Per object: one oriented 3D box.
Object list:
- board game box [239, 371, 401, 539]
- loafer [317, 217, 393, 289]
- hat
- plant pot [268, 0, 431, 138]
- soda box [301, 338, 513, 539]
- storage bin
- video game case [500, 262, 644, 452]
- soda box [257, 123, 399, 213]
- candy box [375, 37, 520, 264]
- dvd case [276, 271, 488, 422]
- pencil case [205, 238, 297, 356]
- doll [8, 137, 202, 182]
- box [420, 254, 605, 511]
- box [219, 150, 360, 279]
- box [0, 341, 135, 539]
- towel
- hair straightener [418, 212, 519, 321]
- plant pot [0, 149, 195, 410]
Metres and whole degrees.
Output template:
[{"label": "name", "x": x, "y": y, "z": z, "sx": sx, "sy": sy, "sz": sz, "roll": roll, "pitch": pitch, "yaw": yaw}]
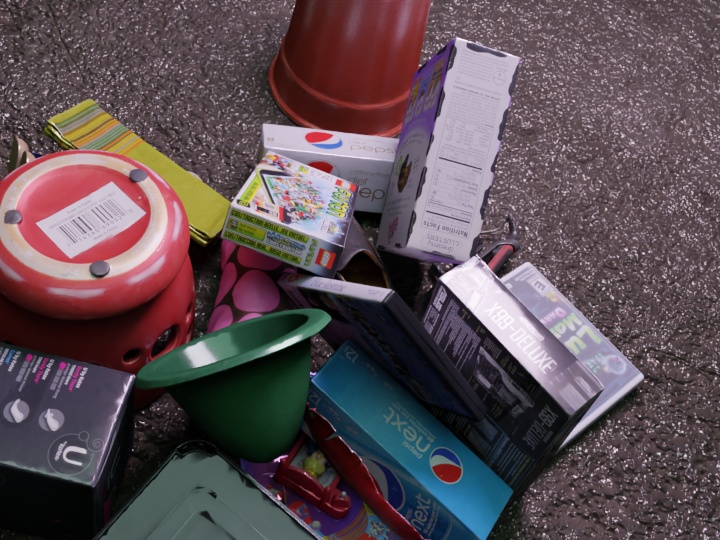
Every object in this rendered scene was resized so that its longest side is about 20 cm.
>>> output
[{"label": "board game box", "x": -0.029, "y": 0.170, "z": 0.845, "sx": 0.156, "sy": 0.039, "sz": 0.202, "roll": -6, "pitch": 55, "yaw": -18}, {"label": "loafer", "x": 0.000, "y": 0.000, "z": 0.965, "sx": 0.072, "sy": 0.073, "sz": 0.201, "roll": -12, "pitch": 56, "yaw": -21}, {"label": "hat", "x": -0.074, "y": 0.140, "z": 0.738, "sx": 0.164, "sy": 0.200, "sz": 0.178, "roll": -20, "pitch": 98, "yaw": -15}, {"label": "plant pot", "x": -0.002, "y": -0.296, "z": 1.116, "sx": 0.198, "sy": 0.196, "sz": 0.203, "roll": 7, "pitch": 51, "yaw": -9}, {"label": "soda box", "x": 0.033, "y": 0.160, "z": 0.816, "sx": 0.200, "sy": 0.064, "sz": 0.068, "roll": 42, "pitch": 45, "yaw": 5}, {"label": "storage bin", "x": -0.098, "y": 0.248, "z": 0.714, "sx": 0.199, "sy": 0.094, "sz": 0.135, "roll": 36, "pitch": 67, "yaw": 16}, {"label": "video game case", "x": 0.171, "y": 0.097, "z": 0.966, "sx": 0.199, "sy": 0.023, "sz": 0.182, "roll": -29, "pitch": 65, "yaw": -31}, {"label": "soda box", "x": -0.017, "y": -0.113, "z": 1.043, "sx": 0.197, "sy": 0.069, "sz": 0.064, "roll": 5, "pitch": 32, "yaw": -11}, {"label": "candy box", "x": 0.082, "y": -0.111, "z": 0.932, "sx": 0.071, "sy": 0.168, "sz": 0.203, "roll": 13, "pitch": 90, "yaw": -9}, {"label": "dvd case", "x": 0.013, "y": 0.063, "z": 0.814, "sx": 0.018, "sy": 0.199, "sz": 0.143, "roll": -48, "pitch": 115, "yaw": -18}, {"label": "pencil case", "x": -0.110, "y": 0.035, "z": 0.902, "sx": 0.090, "sy": 0.094, "sz": 0.202, "roll": 28, "pitch": 42, "yaw": -25}, {"label": "doll", "x": -0.255, "y": -0.090, "z": 0.960, "sx": 0.198, "sy": 0.049, "sz": 0.136, "roll": 6, "pitch": 23, "yaw": -35}, {"label": "box", "x": 0.111, "y": 0.110, "z": 0.825, "sx": 0.049, "sy": 0.201, "sz": 0.158, "roll": -28, "pitch": 63, "yaw": -32}, {"label": "box", "x": -0.062, "y": -0.060, "z": 0.901, "sx": 0.109, "sy": 0.035, "sz": 0.200, "roll": 20, "pitch": 21, "yaw": -4}, {"label": "box", "x": -0.294, "y": 0.135, "z": 0.752, "sx": 0.197, "sy": 0.123, "sz": 0.107, "roll": 14, "pitch": 50, "yaw": -3}, {"label": "towel", "x": -0.220, "y": -0.104, "z": 0.946, "sx": 0.199, "sy": 0.018, "sz": 0.086, "roll": 36, "pitch": 35, "yaw": -2}, {"label": "hair straightener", "x": 0.113, "y": -0.009, "z": 1.008, "sx": 0.076, "sy": 0.041, "sz": 0.200, "roll": 17, "pitch": 45, "yaw": 27}, {"label": "plant pot", "x": -0.247, "y": 0.005, "z": 0.830, "sx": 0.198, "sy": 0.184, "sz": 0.202, "roll": 6, "pitch": 49, "yaw": -7}]
